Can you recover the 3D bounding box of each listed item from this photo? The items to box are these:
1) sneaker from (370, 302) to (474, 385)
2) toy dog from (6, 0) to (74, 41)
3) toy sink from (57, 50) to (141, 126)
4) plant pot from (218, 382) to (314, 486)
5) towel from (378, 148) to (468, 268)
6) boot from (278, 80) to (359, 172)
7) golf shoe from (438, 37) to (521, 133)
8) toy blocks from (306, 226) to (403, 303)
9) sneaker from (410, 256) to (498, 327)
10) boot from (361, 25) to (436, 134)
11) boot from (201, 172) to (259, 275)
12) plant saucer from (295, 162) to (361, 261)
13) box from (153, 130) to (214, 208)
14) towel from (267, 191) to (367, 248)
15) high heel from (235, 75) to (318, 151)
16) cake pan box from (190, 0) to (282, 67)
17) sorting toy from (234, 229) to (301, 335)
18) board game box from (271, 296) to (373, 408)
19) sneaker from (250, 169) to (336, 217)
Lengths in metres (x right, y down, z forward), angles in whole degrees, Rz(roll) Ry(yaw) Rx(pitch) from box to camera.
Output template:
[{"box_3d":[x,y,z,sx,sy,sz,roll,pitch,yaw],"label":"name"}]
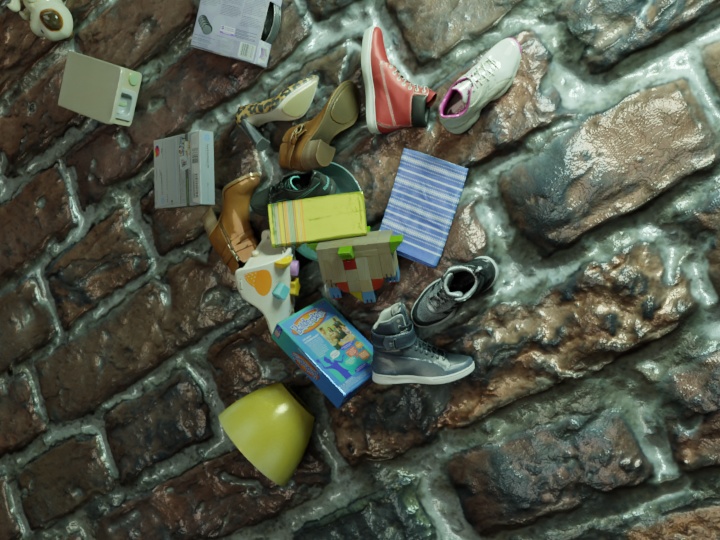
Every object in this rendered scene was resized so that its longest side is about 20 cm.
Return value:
[{"box_3d":[0.115,0.135,1.347,0.196,0.077,0.150,-3,105,5],"label":"sneaker"},{"box_3d":[-0.766,-0.666,1.763,0.188,0.139,0.206,-9,86,-11],"label":"toy dog"},{"box_3d":[-0.597,-0.422,1.687,0.196,0.111,0.134,21,101,28],"label":"toy sink"},{"box_3d":[-0.176,0.320,1.486,0.142,0.200,0.200,-44,72,-6],"label":"plant pot"},{"box_3d":[0.116,-0.122,1.400,0.142,0.024,0.205,22,101,23],"label":"towel"},{"box_3d":[-0.088,-0.293,1.472,0.153,0.076,0.205,6,74,52],"label":"boot"},{"box_3d":[0.217,-0.339,1.306,0.075,0.091,0.201,45,108,19],"label":"golf shoe"},{"box_3d":[0.000,0.000,1.414,0.194,0.101,0.140,-6,118,14],"label":"toy blocks"},{"box_3d":[0.160,0.042,1.334,0.199,0.113,0.077,-37,77,22],"label":"sneaker"},{"box_3d":[0.078,-0.375,1.385,0.141,0.072,0.206,-3,99,25],"label":"boot"},{"box_3d":[-0.253,-0.101,1.556,0.199,0.073,0.157,-41,73,34],"label":"boot"},{"box_3d":[-0.073,-0.121,1.484,0.195,0.036,0.206,1,92,25],"label":"plant saucer"},{"box_3d":[-0.398,-0.222,1.604,0.197,0.041,0.161,0,92,44],"label":"box"},{"box_3d":[-0.085,-0.099,1.405,0.194,0.018,0.089,-7,86,9],"label":"towel"},{"box_3d":[-0.183,-0.365,1.522,0.200,0.071,0.143,-45,52,7],"label":"high heel"},{"box_3d":[-0.265,-0.556,1.554,0.196,0.052,0.189,20,102,24],"label":"cake pan box"},{"box_3d":[-0.166,0.037,1.461,0.104,0.201,0.185,-2,115,10],"label":"sorting toy"},{"box_3d":[-0.059,0.158,1.423,0.200,0.151,0.045,44,131,18],"label":"board game box"},{"box_3d":[-0.147,-0.164,1.449,0.195,0.079,0.077,-13,65,24],"label":"sneaker"}]
